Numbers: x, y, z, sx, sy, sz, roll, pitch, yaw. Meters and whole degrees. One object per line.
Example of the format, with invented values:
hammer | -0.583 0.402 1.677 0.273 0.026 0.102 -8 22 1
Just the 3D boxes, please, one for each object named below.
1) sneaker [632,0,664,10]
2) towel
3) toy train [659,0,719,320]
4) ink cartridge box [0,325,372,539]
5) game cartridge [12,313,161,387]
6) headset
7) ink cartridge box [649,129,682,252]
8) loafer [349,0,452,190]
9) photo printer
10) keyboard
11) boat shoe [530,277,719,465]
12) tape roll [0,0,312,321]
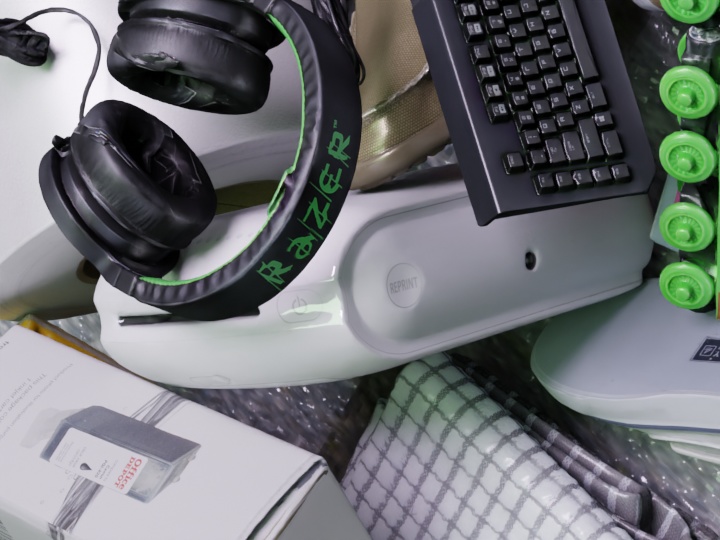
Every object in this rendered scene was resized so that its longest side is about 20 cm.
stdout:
sneaker | 0.096 -0.207 0.914 0.112 0.071 0.202 3 88 35
towel | 0.054 0.152 0.977 0.165 0.085 0.201 40 119 31
toy train | 0.142 -0.064 0.822 0.056 0.042 0.201 9 129 20
ink cartridge box | -0.081 0.121 0.937 0.199 0.085 0.146 21 151 41
game cartridge | -0.148 0.121 1.091 0.200 0.176 0.033 -40 30 34
headset | -0.086 -0.062 0.829 0.200 0.094 0.124 31 96 45
ink cartridge box | 0.216 -0.033 0.856 0.199 0.042 0.120 26 110 33
loafer | 0.025 -0.112 0.908 0.076 0.201 0.067 -25 118 40
photo printer | 0.000 0.000 0.917 0.166 0.199 0.070 -5 97 46
keyboard | 0.032 -0.113 0.845 0.021 0.126 0.201 118 138 -65
boat shoe | 0.149 0.054 0.897 0.200 0.074 0.066 13 144 55
tape roll | -0.103 -0.079 1.004 0.202 0.202 0.140 -31 74 36
